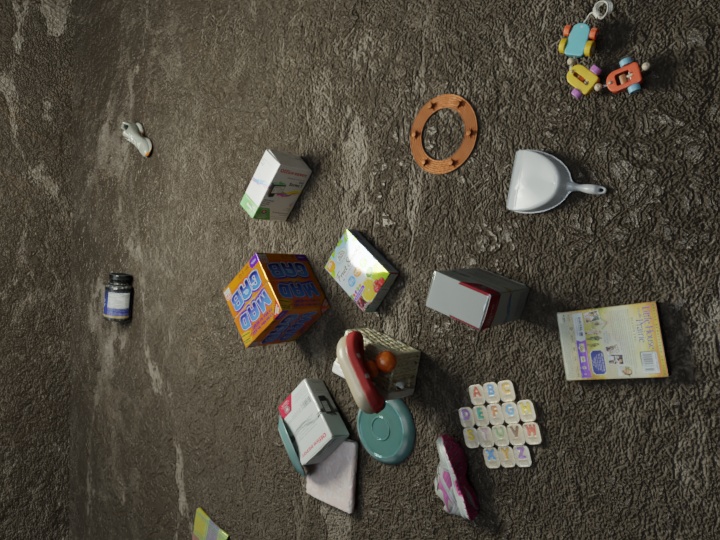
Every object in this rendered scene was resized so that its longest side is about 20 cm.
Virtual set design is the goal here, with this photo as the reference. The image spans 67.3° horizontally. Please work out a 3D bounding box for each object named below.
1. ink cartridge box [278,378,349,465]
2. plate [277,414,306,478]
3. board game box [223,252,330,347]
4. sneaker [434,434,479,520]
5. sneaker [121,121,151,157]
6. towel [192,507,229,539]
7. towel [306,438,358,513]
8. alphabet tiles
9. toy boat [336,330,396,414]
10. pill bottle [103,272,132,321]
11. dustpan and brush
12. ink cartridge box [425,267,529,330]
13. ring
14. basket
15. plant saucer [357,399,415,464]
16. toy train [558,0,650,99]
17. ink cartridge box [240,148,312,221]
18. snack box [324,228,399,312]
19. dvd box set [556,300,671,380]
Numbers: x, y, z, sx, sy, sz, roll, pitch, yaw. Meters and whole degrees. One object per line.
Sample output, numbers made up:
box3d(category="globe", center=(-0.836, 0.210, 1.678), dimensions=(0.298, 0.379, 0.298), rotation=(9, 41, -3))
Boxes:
box3d(category="ink cartridge box", center=(-0.140, 0.445, 1.594), dimensions=(0.145, 0.083, 0.201), rotation=(-47, 54, 21))
box3d(category="plate", center=(-0.213, 0.534, 1.635), dimensions=(0.200, 0.025, 0.202), rotation=(157, 91, -78))
box3d(category="board game box", center=(-0.256, 0.087, 1.644), dimensions=(0.200, 0.199, 0.201), rotation=(-43, 64, 31))
box3d(category="sneaker", center=(0.215, 0.506, 1.322), dimensions=(0.088, 0.081, 0.203), rotation=(-22, 75, 36))
box3d(category="sneaker", center=(-0.964, -0.559, 2.314), dimensions=(0.076, 0.091, 0.201), rotation=(-51, 60, 28))
box3d(category="towel", center=(-0.560, 0.989, 2.008), dimensions=(0.198, 0.023, 0.146), rotation=(19, 101, 38))
box3d(category="towel", center=(-0.085, 0.589, 1.605), dimensions=(0.189, 0.032, 0.203), rotation=(3, 91, 41))
box3d(category="alphabet tiles", center=(0.326, 0.363, 1.273), dimensions=(0.198, 0.015, 0.198), rotation=(-19, 77, 39))
box3d(category="toy boat", center=(0.026, 0.236, 1.310), dimensions=(0.129, 0.131, 0.202), rotation=(-26, 67, -1))
box3d(category="pill bottle", center=(-1.065, 0.116, 2.381), dimensions=(0.111, 0.111, 0.203), rotation=(10, 96, 39))
box3d(category="dustpan and brush", center=(0.427, -0.186, 1.175), dimensions=(0.199, 0.057, 0.142), rotation=(17, 102, 46))
box3d(category="ink cartridge box", center=(0.265, 0.058, 1.208), dimensions=(0.145, 0.199, 0.084), rotation=(24, 107, 37))
box3d(category="ring", center=(0.206, -0.347, 1.377), dimensions=(0.199, 0.019, 0.204), rotation=(-1, 89, 39))
box3d(category="basket", center=(0.045, 0.241, 1.433), dimensions=(0.198, 0.135, 0.125), rotation=(20, 100, 37))
box3d(category="plant saucer", center=(0.061, 0.432, 1.487), dimensions=(0.198, 0.027, 0.203), rotation=(0, 90, 39))
box3d(category="toy train", center=(0.497, -0.436, 1.113), dimensions=(0.149, 0.055, 0.203), rotation=(-24, 78, 36))
box3d(category="ink cartridge box", center=(-0.262, -0.261, 1.687), dimensions=(0.084, 0.144, 0.201), rotation=(47, 117, 29))
box3d(category="snack box", center=(0.000, 0.000, 1.524), dimensions=(0.200, 0.053, 0.143), rotation=(47, 117, 30))
box3d(category="dvd box set", center=(0.512, 0.147, 1.107), dimensions=(0.198, 0.029, 0.149), rotation=(-13, 81, 40))
